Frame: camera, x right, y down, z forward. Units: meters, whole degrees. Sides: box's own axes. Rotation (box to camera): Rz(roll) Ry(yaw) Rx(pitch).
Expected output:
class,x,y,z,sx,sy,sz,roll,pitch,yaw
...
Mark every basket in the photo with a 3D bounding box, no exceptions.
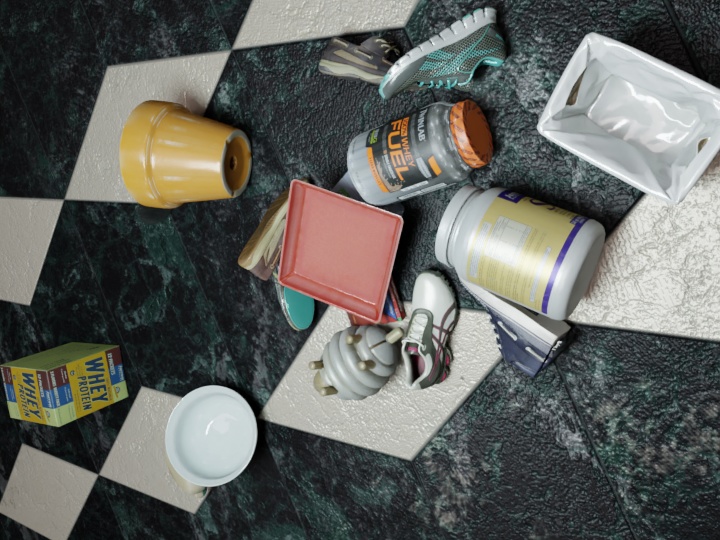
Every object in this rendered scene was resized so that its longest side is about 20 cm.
class,x,y,z,sx,sy,sz,roll,pitch,yaw
basket,0.349,-0.189,0.795,0.200,0.123,0.136,37,119,22

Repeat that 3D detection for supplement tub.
class,x,y,z,sx,sy,sz,roll,pitch,yaw
supplement tub,0.222,-0.032,0.901,0.200,0.145,0.146,25,114,26
supplement tub,0.090,-0.178,0.968,0.200,0.122,0.123,-16,92,34

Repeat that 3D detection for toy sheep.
class,x,y,z,sx,sy,sz,roll,pitch,yaw
toy sheep,-0.004,0.156,1.102,0.200,0.138,0.138,-33,82,26

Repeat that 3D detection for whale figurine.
class,x,y,z,sx,sy,sz,roll,pitch,yaw
whale figurine,-0.381,0.433,1.449,0.159,0.104,0.200,59,148,7

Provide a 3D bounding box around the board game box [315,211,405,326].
class,x,y,z,sx,sy,sz,roll,pitch,yaw
board game box,0.000,0.000,1.094,0.103,0.019,0.201,-10,108,30

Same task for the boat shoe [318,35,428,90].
class,x,y,z,sx,sy,sz,roll,pitch,yaw
boat shoe,0.024,-0.331,1.006,0.199,0.074,0.074,18,105,23

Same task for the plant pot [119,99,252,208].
class,x,y,z,sx,sy,sz,roll,pitch,yaw
plant pot,-0.312,-0.210,1.197,0.183,0.200,0.201,8,106,15

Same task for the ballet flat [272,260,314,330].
class,x,y,z,sx,sy,sz,roll,pitch,yaw
ballet flat,-0.133,0.013,1.202,0.072,0.072,0.201,-8,96,34

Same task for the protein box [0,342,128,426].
class,x,y,z,sx,sy,sz,roll,pitch,yaw
protein box,-0.716,0.270,1.553,0.199,0.198,0.135,-1,101,33

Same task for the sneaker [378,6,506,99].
class,x,y,z,sx,sy,sz,roll,pitch,yaw
sneaker,0.123,-0.292,0.919,0.200,0.078,0.091,-30,96,8

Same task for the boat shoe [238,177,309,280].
class,x,y,z,sx,sy,sz,roll,pitch,yaw
boat shoe,-0.135,-0.073,1.131,0.072,0.200,0.072,40,155,-24

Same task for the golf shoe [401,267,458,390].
class,x,y,z,sx,sy,sz,roll,pitch,yaw
golf shoe,0.109,0.099,1.041,0.077,0.088,0.201,6,103,34

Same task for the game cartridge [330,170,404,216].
class,x,y,z,sx,sy,sz,roll,pitch,yaw
game cartridge,-0.019,-0.076,1.116,0.133,0.040,0.200,50,122,9

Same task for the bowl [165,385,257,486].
class,x,y,z,sx,sy,sz,roll,pitch,yaw
bowl,-0.297,0.345,1.340,0.200,0.090,0.202,-3,75,11

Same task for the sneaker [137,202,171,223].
class,x,y,z,sx,sy,sz,roll,pitch,yaw
sneaker,-0.436,-0.191,1.348,0.089,0.074,0.200,-115,33,-40

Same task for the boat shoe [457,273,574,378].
class,x,y,z,sx,sy,sz,roll,pitch,yaw
boat shoe,0.217,0.077,0.974,0.200,0.075,0.093,40,126,27

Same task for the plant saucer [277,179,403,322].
class,x,y,z,sx,sy,sz,roll,pitch,yaw
plant saucer,-0.033,-0.036,1.060,0.199,0.037,0.201,21,121,16
